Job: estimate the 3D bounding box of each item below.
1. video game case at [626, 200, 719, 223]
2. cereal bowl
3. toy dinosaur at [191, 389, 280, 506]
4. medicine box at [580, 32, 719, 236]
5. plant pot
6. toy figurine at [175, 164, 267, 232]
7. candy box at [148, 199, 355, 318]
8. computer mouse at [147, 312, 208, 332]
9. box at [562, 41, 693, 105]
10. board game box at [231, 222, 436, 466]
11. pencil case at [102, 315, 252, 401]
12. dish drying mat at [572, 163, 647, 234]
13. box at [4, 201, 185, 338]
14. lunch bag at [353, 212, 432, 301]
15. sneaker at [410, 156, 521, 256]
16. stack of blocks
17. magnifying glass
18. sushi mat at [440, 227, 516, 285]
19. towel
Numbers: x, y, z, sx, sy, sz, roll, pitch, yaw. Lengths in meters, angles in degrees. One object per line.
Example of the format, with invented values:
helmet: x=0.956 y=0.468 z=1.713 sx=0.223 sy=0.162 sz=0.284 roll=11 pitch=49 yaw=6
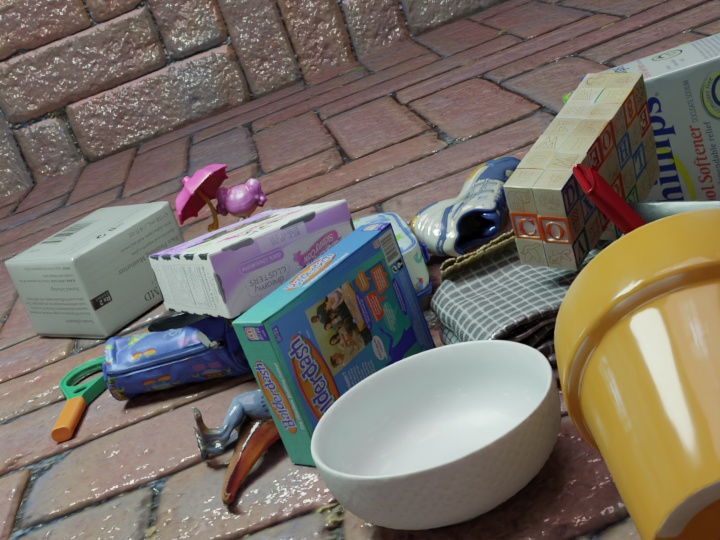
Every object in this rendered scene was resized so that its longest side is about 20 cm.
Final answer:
video game case: x=0.361 y=-0.031 z=0.936 sx=0.180 sy=0.026 sz=0.199 roll=13 pitch=-6 yaw=-40
cereal bowl: x=0.066 y=0.139 z=0.850 sx=0.198 sy=0.084 sz=0.200 roll=-18 pitch=19 yaw=7
toy dinosaur: x=-0.074 y=0.141 z=1.067 sx=0.180 sy=0.106 sz=0.201 roll=-16 pitch=51 yaw=-15
medicine box: x=0.356 y=-0.140 z=1.152 sx=0.198 sy=0.184 sz=0.103 roll=-17 pitch=19 yaw=12
plant pot: x=0.228 y=0.095 z=0.665 sx=0.198 sy=0.201 sz=0.184 roll=-16 pitch=34 yaw=15
toy figurine: x=-0.166 y=-0.050 z=1.425 sx=0.198 sy=0.186 sz=0.150 roll=-11 pitch=10 yaw=12
candy box: x=-0.116 y=-0.013 z=1.172 sx=0.167 sy=0.072 sz=0.200 roll=-23 pitch=10 yaw=-26
computer mouse: x=-0.174 y=0.063 z=1.309 sx=0.198 sy=0.046 sz=0.140 roll=-12 pitch=-14 yaw=8
box: x=0.393 y=-0.190 z=1.345 sx=0.199 sy=0.123 sz=0.193 roll=-23 pitch=19 yaw=-9
board game box: x=-0.017 y=0.066 z=1.032 sx=0.045 sy=0.153 sz=0.200 roll=-3 pitch=25 yaw=42
pencil case: x=-0.210 y=0.098 z=1.257 sx=0.198 sy=0.079 sz=0.087 roll=-14 pitch=-8 yaw=22
dish drying mat: x=0.254 y=-0.012 z=0.905 sx=0.018 sy=0.200 sz=0.077 roll=-43 pitch=14 yaw=16
box: x=-0.394 y=-0.002 z=1.645 sx=0.199 sy=0.132 sz=0.199 roll=-2 pitch=26 yaw=43
lunch bag: x=0.000 y=0.000 z=1.301 sx=0.160 sy=0.083 sz=0.200 roll=-23 pitch=19 yaw=-2
sneaker: x=0.159 y=-0.074 z=1.378 sx=0.200 sy=0.076 sz=0.088 roll=-38 pitch=36 yaw=-25
stack of blocks: x=0.212 y=-0.085 z=1.007 sx=0.058 sy=0.116 sz=0.200 roll=7 pitch=41 yaw=36
magnifying glass: x=-0.348 y=0.157 z=1.341 sx=0.079 sy=0.023 sz=0.200 roll=-19 pitch=17 yaw=5
sushi mat: x=0.126 y=-0.007 z=1.140 sx=0.095 sy=0.012 sz=0.200 roll=-25 pitch=-10 yaw=0
towel: x=0.179 y=0.032 z=1.022 sx=0.199 sy=0.086 sz=0.166 roll=-24 pitch=20 yaw=-8
